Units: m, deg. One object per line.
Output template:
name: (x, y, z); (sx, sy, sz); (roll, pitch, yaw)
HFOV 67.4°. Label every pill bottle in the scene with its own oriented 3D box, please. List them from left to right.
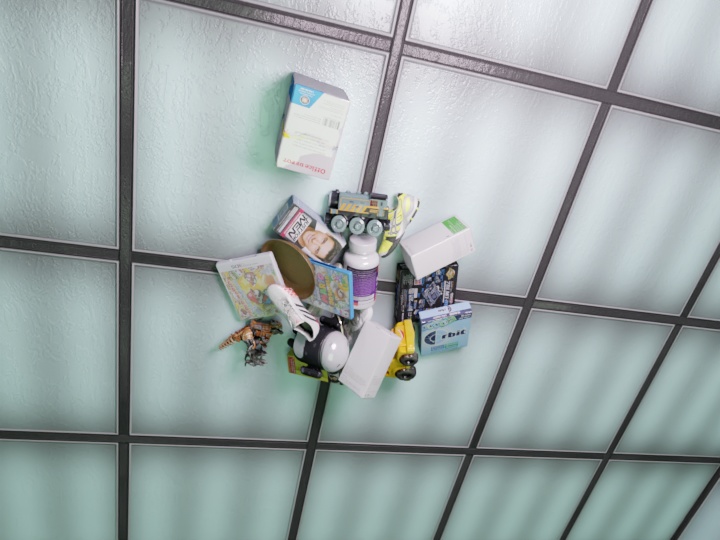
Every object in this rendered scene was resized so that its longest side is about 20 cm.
pill bottle: (0.000, 0.000, 1.594); (0.107, 0.112, 0.207); (-1, 119, -10)

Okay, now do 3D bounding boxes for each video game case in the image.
video game case: (-0.308, 0.050, 1.582); (0.175, 0.023, 0.205); (-9, 121, 14)
video game case: (-0.104, 0.047, 1.550); (0.195, 0.018, 0.148); (17, 123, 31)

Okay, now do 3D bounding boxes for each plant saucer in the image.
plant saucer: (-0.200, -0.010, 1.543); (0.195, 0.036, 0.205); (22, 135, 23)

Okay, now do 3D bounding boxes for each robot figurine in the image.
robot figurine: (-0.126, 0.231, 1.639); (0.194, 0.124, 0.156); (13, 110, 29)

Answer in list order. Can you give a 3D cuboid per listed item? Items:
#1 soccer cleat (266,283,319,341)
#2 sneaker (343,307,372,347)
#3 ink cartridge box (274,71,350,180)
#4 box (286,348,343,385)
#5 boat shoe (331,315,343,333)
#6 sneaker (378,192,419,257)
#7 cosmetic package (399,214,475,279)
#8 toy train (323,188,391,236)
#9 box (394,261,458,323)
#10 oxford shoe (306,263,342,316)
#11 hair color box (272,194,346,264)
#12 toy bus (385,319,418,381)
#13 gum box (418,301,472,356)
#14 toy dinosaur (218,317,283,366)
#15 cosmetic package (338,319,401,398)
soccer cleat: (-0.192, 0.120, 1.544); (0.068, 0.086, 0.201); (-37, 108, 16)
sneaker: (0.006, 0.170, 1.703); (0.096, 0.080, 0.202); (-1, 143, -27)
ink cartridge box: (-0.126, -0.361, 1.355); (0.142, 0.146, 0.206); (12, 116, -16)
box: (-0.137, 0.302, 1.714); (0.193, 0.050, 0.078); (10, 122, 19)
boat shoe: (-0.087, 0.236, 1.726); (0.061, 0.074, 0.208); (-6, 124, -16)
sneaker: (0.097, -0.134, 1.574); (0.075, 0.076, 0.204); (27, 105, -7)
cosmetic package: (0.224, -0.069, 1.584); (0.195, 0.108, 0.087); (-25, 122, -7)
toy train: (-0.005, -0.163, 1.514); (0.192, 0.085, 0.119); (7, 102, 3)
box: (0.207, 0.068, 1.708); (0.191, 0.050, 0.207); (-6, 121, -11)
oxford shoe: (-0.100, 0.061, 1.630); (0.056, 0.076, 0.203); (25, 118, -16)
hair color box: (-0.145, -0.109, 1.536); (0.198, 0.061, 0.099); (36, 107, -26)
toy bus: (0.086, 0.256, 1.722); (0.184, 0.139, 0.203); (0, 142, -1)
gum box: (0.270, 0.192, 1.751); (0.163, 0.046, 0.203); (-11, 141, -3)
toy dinosaur: (-0.334, 0.214, 1.672); (0.192, 0.102, 0.141); (-7, 106, 14)
cosmetic package: (0.029, 0.267, 1.622); (0.084, 0.106, 0.205); (21, 98, -57)
